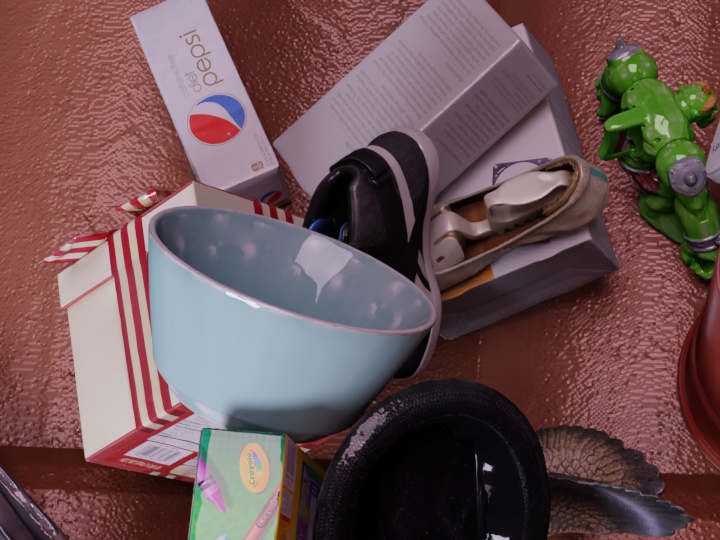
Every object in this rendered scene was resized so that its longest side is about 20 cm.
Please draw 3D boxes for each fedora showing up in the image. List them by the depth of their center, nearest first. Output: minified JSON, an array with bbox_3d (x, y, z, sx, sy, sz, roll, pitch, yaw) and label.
[{"bbox_3d":[0.034,0.162,1.422,0.200,0.201,0.092,-41,27,-13],"label":"fedora"}]

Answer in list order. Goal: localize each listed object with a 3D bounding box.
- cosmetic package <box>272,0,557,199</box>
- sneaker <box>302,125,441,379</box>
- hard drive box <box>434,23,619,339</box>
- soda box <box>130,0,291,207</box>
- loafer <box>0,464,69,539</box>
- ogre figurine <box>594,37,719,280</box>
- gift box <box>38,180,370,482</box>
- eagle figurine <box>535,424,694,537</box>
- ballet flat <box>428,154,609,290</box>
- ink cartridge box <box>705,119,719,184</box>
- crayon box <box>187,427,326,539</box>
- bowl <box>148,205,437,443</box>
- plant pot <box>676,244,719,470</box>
[{"bbox_3d":[0.041,-0.120,1.613,0.200,0.071,0.102,-41,49,6],"label":"cosmetic package"},{"bbox_3d":[0.000,0.000,1.534,0.073,0.201,0.112,19,30,37],"label":"sneaker"},{"bbox_3d":[0.099,-0.070,1.661,0.155,0.077,0.201,-24,63,16],"label":"hard drive box"},{"bbox_3d":[-0.127,-0.137,1.765,0.068,0.064,0.201,-23,62,-3],"label":"soda box"},{"bbox_3d":[-0.302,0.165,1.645,0.063,0.072,0.200,-27,67,-28],"label":"loafer"},{"bbox_3d":[0.237,-0.099,1.658,0.098,0.120,0.201,-6,64,7],"label":"ogre figurine"},{"bbox_3d":[-0.127,0.047,1.585,0.199,0.184,0.188,-26,60,31],"label":"gift box"},{"bbox_3d":[0.128,0.177,1.536,0.199,0.151,0.152,-30,52,5],"label":"eagle figurine"},{"bbox_3d":[0.090,-0.039,1.573,0.199,0.062,0.068,-25,64,16],"label":"ballet flat"},{"bbox_3d":[0.382,-0.082,1.566,0.199,0.144,0.085,26,65,-17],"label":"ink cartridge box"},{"bbox_3d":[-0.066,0.179,1.384,0.058,0.200,0.120,4,77,9],"label":"crayon box"},{"bbox_3d":[-0.058,0.044,1.388,0.200,0.201,0.106,24,107,19],"label":"bowl"},{"bbox_3d":[0.333,0.042,1.529,0.200,0.195,0.202,-3,63,6],"label":"plant pot"}]
